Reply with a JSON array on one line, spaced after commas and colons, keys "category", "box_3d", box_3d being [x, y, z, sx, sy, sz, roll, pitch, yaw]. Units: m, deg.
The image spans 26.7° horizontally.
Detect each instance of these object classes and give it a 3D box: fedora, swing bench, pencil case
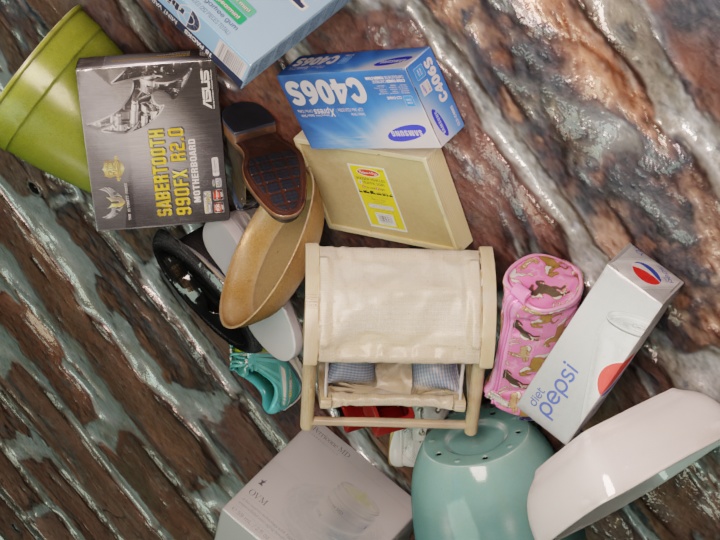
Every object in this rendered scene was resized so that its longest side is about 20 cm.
[{"category": "fedora", "box_3d": [-0.169, 0.007, 1.916, 0.201, 0.092, 0.201, 41, 160, 19]}, {"category": "swing bench", "box_3d": [0.037, 0.074, 1.626, 0.198, 0.130, 0.200, 1, 146, -3]}, {"category": "pencil case", "box_3d": [0.180, 0.070, 1.587, 0.083, 0.087, 0.200, 15, 139, 9]}]

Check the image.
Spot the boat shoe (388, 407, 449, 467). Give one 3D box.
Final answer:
[{"category": "boat shoe", "box_3d": [0.075, 0.161, 1.846, 0.069, 0.071, 0.200, 9, 130, 9]}]

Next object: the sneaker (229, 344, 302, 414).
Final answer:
[{"category": "sneaker", "box_3d": [-0.143, 0.101, 2.017, 0.077, 0.080, 0.200, -12, 115, 54]}]

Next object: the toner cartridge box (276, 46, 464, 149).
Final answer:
[{"category": "toner cartridge box", "box_3d": [0.007, -0.176, 1.564, 0.200, 0.043, 0.095, 4, 130, 48]}]

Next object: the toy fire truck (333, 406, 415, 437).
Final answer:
[{"category": "toy fire truck", "box_3d": [-0.005, 0.124, 1.828, 0.141, 0.049, 0.200, 109, 142, -57]}]

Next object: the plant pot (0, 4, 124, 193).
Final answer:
[{"category": "plant pot", "box_3d": [-0.324, -0.183, 1.834, 0.193, 0.201, 0.200, 38, 149, -9]}]

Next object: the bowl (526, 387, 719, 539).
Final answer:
[{"category": "bowl", "box_3d": [0.266, 0.193, 1.538, 0.075, 0.200, 0.200, 61, 153, 15]}]

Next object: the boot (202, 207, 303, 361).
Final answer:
[{"category": "boot", "box_3d": [-0.103, 0.009, 1.825, 0.074, 0.095, 0.200, -40, 75, 43]}]

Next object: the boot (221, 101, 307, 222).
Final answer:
[{"category": "boot", "box_3d": [-0.103, -0.097, 1.702, 0.200, 0.075, 0.097, -115, 19, -44]}]

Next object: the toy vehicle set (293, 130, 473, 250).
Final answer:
[{"category": "toy vehicle set", "box_3d": [0.023, -0.089, 1.657, 0.200, 0.027, 0.124, 13, 135, 42]}]

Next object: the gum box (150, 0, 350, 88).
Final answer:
[{"category": "gum box", "box_3d": [-0.101, -0.290, 1.416, 0.170, 0.200, 0.045, 44, 149, 5]}]

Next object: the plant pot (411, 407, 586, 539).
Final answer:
[{"category": "plant pot", "box_3d": [0.149, 0.257, 1.745, 0.200, 0.200, 0.161, 11, 124, 44]}]

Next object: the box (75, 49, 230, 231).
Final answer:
[{"category": "box", "box_3d": [-0.236, -0.150, 1.742, 0.048, 0.158, 0.200, -105, 11, -64]}]

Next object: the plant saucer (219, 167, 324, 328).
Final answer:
[{"category": "plant saucer", "box_3d": [-0.093, -0.019, 1.696, 0.035, 0.201, 0.200, 27, 154, -21]}]

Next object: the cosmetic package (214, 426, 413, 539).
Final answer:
[{"category": "cosmetic package", "box_3d": [-0.058, 0.349, 2.075, 0.199, 0.200, 0.123, 37, 145, 14]}]

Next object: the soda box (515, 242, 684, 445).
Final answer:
[{"category": "soda box", "box_3d": [0.234, 0.074, 1.490, 0.068, 0.063, 0.200, 38, 125, 14]}]
